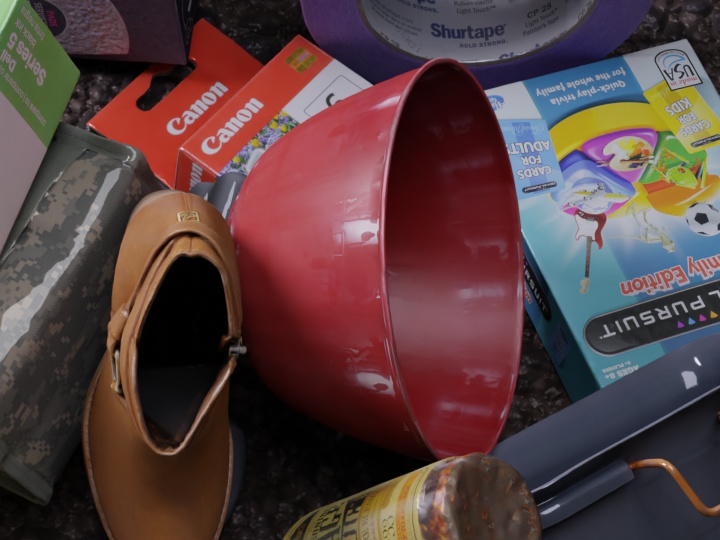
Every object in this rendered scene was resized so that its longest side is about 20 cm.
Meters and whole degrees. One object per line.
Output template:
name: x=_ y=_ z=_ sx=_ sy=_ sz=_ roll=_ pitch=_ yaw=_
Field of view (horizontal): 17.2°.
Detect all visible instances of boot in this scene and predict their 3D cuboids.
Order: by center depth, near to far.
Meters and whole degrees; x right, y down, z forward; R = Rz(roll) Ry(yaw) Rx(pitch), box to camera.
boot: x=-0.083 y=0.066 z=1.087 sx=0.076 sy=0.155 sz=0.201 roll=7 pitch=100 yaw=-10

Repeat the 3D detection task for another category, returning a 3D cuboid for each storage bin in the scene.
storage bin: x=0.152 y=0.128 z=1.161 sx=0.200 sy=0.145 sz=0.135 roll=-27 pitch=97 yaw=-23

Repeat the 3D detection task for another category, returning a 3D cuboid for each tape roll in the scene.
tape roll: x=0.064 y=-0.179 z=1.315 sx=0.199 sy=0.200 sz=0.066 roll=2 pitch=57 yaw=-7

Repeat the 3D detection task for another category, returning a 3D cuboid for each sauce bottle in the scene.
sauce bottle: x=-0.002 y=0.139 z=1.109 sx=0.066 sy=0.200 sz=0.066 roll=19 pitch=58 yaw=-34

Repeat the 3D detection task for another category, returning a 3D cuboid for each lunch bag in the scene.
lunch bag: x=-0.210 y=-0.004 z=1.197 sx=0.199 sy=0.118 sz=0.164 roll=21 pitch=70 yaw=28

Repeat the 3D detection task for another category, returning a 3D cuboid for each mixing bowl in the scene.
mixing bowl: x=0.000 y=0.000 z=1.171 sx=0.108 sy=0.200 sz=0.201 roll=-3 pitch=54 yaw=22

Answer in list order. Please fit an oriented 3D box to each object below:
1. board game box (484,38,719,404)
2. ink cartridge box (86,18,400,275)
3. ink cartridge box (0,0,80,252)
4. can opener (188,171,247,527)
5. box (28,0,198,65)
board game box: x=0.155 y=-0.024 z=1.322 sx=0.150 sy=0.047 sz=0.200 roll=-16 pitch=61 yaw=-18
ink cartridge box: x=-0.043 y=-0.069 z=1.318 sx=0.200 sy=0.050 sz=0.109 roll=36 pitch=60 yaw=14
ink cartridge box: x=-0.242 y=-0.040 z=1.108 sx=0.145 sy=0.084 sz=0.201 roll=14 pitch=69 yaw=21
can opener: x=-0.081 y=0.050 z=1.230 sx=0.067 sy=0.053 sz=0.201 roll=30 pitch=63 yaw=-28
box: x=-0.160 y=-0.217 z=1.297 sx=0.132 sy=0.200 sz=0.115 roll=3 pitch=56 yaw=5
